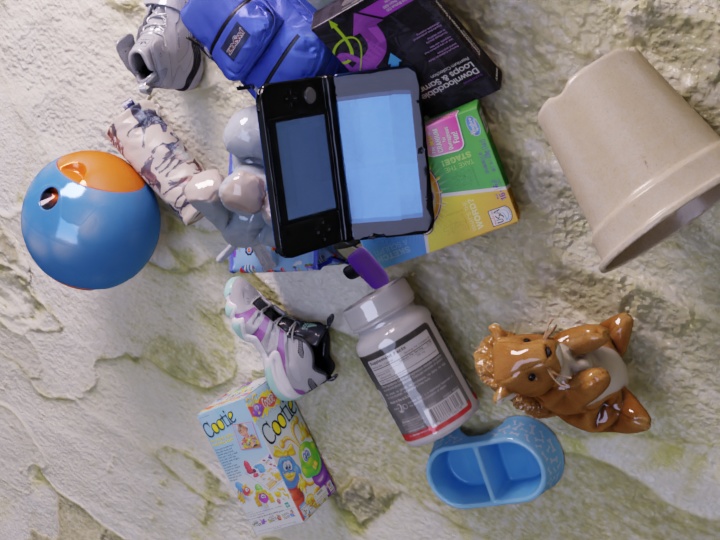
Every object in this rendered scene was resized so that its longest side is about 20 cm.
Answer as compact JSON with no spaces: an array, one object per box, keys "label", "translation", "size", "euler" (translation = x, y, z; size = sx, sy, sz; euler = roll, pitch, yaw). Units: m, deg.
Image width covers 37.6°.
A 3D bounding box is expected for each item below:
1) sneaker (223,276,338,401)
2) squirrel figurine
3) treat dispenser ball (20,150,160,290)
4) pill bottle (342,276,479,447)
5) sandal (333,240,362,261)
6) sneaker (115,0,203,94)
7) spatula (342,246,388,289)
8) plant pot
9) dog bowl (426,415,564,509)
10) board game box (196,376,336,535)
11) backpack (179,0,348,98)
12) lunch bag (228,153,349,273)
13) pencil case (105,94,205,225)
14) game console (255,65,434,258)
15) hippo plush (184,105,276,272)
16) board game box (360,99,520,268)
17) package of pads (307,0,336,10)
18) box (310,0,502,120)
[{"label":"sneaker","translation":[-0.098,0.079,1.509],"size":[0.139,0.078,0.202],"euler":[-24,104,32]},{"label":"squirrel figurine","translation":[0.215,0.126,1.267],"size":[0.199,0.184,0.144],"euler":[-20,68,53]},{"label":"treat dispenser ball","translation":[-0.390,-0.072,1.538],"size":[0.198,0.200,0.204],"euler":[10,113,26]},{"label":"pill bottle","translation":[0.064,0.119,1.401],"size":[0.113,0.114,0.202],"euler":[-28,92,34]},{"label":"sandal","translation":[0.042,-0.084,1.376],"size":[0.079,0.057,0.201],"euler":[37,114,-7]},{"label":"sneaker","translation":[-0.268,-0.335,1.424],"size":[0.074,0.115,0.203],"euler":[10,112,26]},{"label":"spatula","translation":[0.000,0.000,1.350],"size":[0.021,0.200,0.057],"euler":[-42,94,-7]},{"label":"plant pot","translation":[0.295,-0.130,1.148],"size":[0.200,0.199,0.185],"euler":[-40,75,34]},{"label":"dog bowl","translation":[0.175,0.265,1.430],"size":[0.198,0.049,0.113],"euler":[-15,100,32]},{"label":"board game box","translation":[-0.138,0.272,1.579],"size":[0.104,0.103,0.202],"euler":[-22,97,34]},{"label":"backpack","translation":[-0.114,-0.294,1.321],"size":[0.200,0.167,0.163],"euler":[48,130,8]},{"label":"lunch bag","translation":[-0.103,-0.103,1.445],"size":[0.149,0.094,0.204],"euler":[-2,95,32]},{"label":"pencil case","translation":[-0.273,-0.156,1.515],"size":[0.089,0.078,0.200],"euler":[-44,84,10]},{"label":"game console","translation":[-0.016,-0.127,1.234],"size":[0.117,0.170,0.203],"euler":[2,104,41]},{"label":"hippo plush","translation":[-0.116,-0.114,1.346],"size":[0.157,0.163,0.201],"euler":[9,155,15]},{"label":"board game box","translation":[0.079,-0.102,1.307],"size":[0.197,0.040,0.155],"euler":[-19,107,17]},{"label":"package of pads","translation":[0.021,-0.404,1.220],"size":[0.198,0.068,0.157],"euler":[-16,56,34]},{"label":"box","translation":[0.057,-0.258,1.249],"size":[0.142,0.037,0.200],"euler":[-22,135,34]}]
